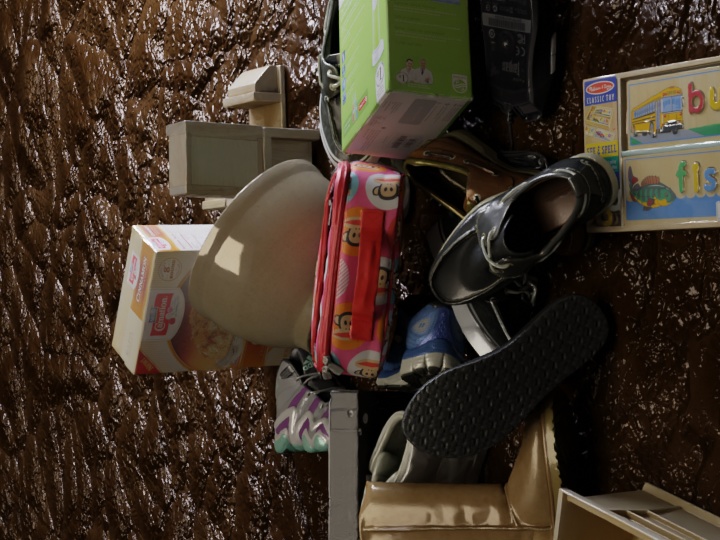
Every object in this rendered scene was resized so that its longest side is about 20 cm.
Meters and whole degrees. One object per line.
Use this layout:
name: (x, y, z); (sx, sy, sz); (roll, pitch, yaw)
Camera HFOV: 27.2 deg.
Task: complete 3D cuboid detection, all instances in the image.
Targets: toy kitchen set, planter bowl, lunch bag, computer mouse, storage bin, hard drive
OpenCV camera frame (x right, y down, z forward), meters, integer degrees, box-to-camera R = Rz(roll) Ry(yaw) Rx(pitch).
toy kitchen set: (-0.172, -0.158, 1.712); (0.200, 0.180, 0.164); (-4, 87, 54)
planter bowl: (-0.064, 0.004, 1.563); (0.135, 0.200, 0.200); (38, 126, 21)
lunch bag: (0.000, 0.000, 1.394); (0.176, 0.082, 0.200); (-103, 19, -82)
computer mouse: (0.131, -0.182, 1.362); (0.140, 0.046, 0.200); (15, 115, 53)
storage bin: (0.240, 0.293, 1.158); (0.198, 0.094, 0.200); (22, 109, 56)
hard drive: (0.015, 0.218, 1.462); (0.038, 0.140, 0.200); (-4, 84, 28)

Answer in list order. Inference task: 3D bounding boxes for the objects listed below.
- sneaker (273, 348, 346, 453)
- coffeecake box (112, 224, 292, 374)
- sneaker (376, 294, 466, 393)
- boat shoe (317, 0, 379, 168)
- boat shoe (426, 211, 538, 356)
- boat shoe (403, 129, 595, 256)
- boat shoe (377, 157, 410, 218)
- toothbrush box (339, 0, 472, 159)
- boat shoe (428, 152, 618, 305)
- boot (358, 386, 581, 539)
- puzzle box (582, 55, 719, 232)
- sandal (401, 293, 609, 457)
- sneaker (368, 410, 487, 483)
sneaker: (-0.044, 0.126, 1.618); (0.200, 0.078, 0.140); (-14, 80, 57)
coffeecake box: (-0.168, 0.031, 1.697); (0.073, 0.200, 0.154); (42, 126, 49)
sneaker: (0.066, 0.072, 1.427); (0.200, 0.078, 0.089); (132, 147, -74)
boat shoe: (-0.014, -0.197, 1.506); (0.064, 0.071, 0.200); (49, -142, -69)
boat shoe: (0.126, 0.016, 1.353); (0.068, 0.074, 0.200); (-44, 43, 26)
boat shoe: (0.120, -0.059, 1.332); (0.200, 0.068, 0.072); (32, 134, 42)
boat shoe: (-0.002, -0.141, 1.551); (0.074, 0.065, 0.202); (-33, 63, 53)
toothbrush box: (0.039, -0.225, 1.411); (0.146, 0.086, 0.200); (132, 139, -63)
boat shoe: (0.124, -0.030, 1.257); (0.200, 0.068, 0.072); (-37, 89, 36)
boot: (0.093, 0.196, 1.322); (0.200, 0.066, 0.176); (-5, 87, 24)
puzzle box: (0.252, -0.099, 1.187); (0.200, 0.025, 0.133); (-2, 89, 58)
sandal: (0.125, 0.095, 1.274); (0.075, 0.200, 0.048); (57, 173, 2)
sneaker: (0.052, 0.215, 1.435); (0.074, 0.115, 0.200); (35, 122, 50)
